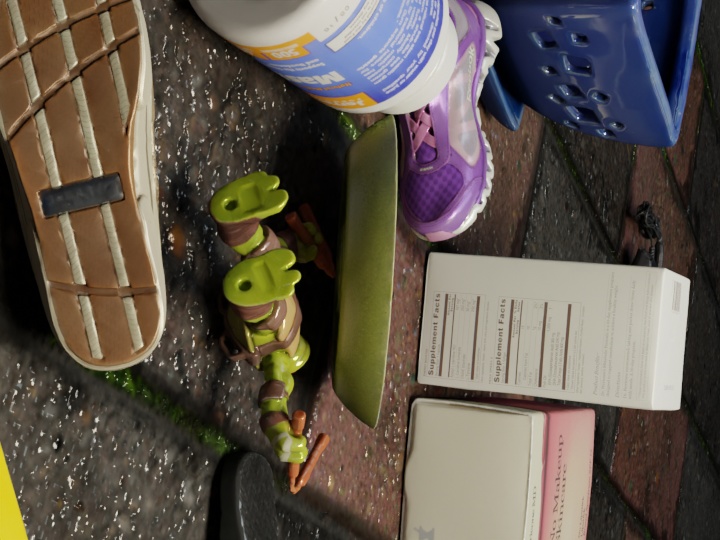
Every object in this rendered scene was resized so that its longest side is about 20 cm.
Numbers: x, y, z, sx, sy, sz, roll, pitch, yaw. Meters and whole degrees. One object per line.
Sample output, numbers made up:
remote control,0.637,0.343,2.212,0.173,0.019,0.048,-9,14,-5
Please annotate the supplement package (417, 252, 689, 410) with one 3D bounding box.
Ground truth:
supplement package,0.160,0.050,1.070,0.113,0.197,0.111,13,82,-65

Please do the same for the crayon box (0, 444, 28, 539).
crayon box,-0.204,0.132,0.463,0.200,0.057,0.175,-46,135,-54

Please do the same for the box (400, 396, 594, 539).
box,0.123,0.178,1.114,0.199,0.107,0.130,10,84,-65

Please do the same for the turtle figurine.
turtle figurine,-0.054,0.015,0.763,0.162,0.063,0.203,80,11,-58

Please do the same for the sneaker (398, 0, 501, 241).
sneaker,0.053,-0.125,0.972,0.088,0.079,0.203,28,63,-55

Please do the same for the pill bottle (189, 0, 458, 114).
pill bottle,-0.012,-0.160,0.777,0.200,0.111,0.114,23,72,-63

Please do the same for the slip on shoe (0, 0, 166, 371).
slip on shoe,-0.129,-0.056,0.606,0.061,0.075,0.203,-154,-127,-74

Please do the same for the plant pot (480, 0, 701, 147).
plant pot,0.185,-0.238,1.112,0.200,0.177,0.202,54,45,-53

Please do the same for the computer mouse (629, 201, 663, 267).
computer mouse,0.373,0.016,1.716,0.140,0.045,0.203,16,74,-69

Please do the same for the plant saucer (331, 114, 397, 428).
plant saucer,0.000,0.000,0.840,0.200,0.031,0.203,-177,-90,-87

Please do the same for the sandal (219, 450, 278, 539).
sandal,-0.073,0.213,0.785,0.075,0.044,0.203,35,47,-67
